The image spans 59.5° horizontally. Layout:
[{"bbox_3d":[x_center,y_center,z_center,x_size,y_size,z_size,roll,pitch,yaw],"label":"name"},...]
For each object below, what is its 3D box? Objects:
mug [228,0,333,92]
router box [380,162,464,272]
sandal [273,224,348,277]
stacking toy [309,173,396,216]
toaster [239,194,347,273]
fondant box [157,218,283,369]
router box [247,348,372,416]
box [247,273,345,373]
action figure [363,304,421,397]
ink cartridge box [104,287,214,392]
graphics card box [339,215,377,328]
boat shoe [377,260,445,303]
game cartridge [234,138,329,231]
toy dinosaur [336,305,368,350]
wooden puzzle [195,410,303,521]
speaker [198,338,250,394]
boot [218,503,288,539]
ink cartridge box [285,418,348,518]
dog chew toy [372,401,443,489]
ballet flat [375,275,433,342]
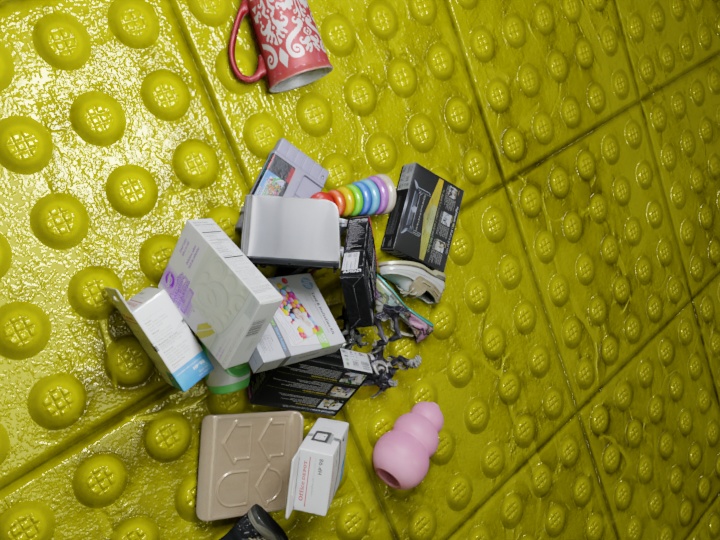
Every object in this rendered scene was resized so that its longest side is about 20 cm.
[{"bbox_3d":[-0.159,-0.451,1.175,0.176,0.133,0.204,-23,99,-33],"label":"mug"},{"bbox_3d":[0.141,-0.116,1.415,0.155,0.052,0.204,23,77,-32],"label":"router box"},{"bbox_3d":[-0.090,-0.030,1.253,0.200,0.074,0.046,-43,120,-29],"label":"sandal"},{"bbox_3d":[-0.023,-0.144,1.278,0.197,0.085,0.087,-13,97,-38],"label":"stacking toy"},{"bbox_3d":[-0.122,-0.061,1.104,0.195,0.181,0.121,3,90,-1],"label":"toaster"},{"bbox_3d":[-0.231,0.035,1.019,0.058,0.200,0.145,-10,139,-54],"label":"fondant box"},{"bbox_3d":[-0.097,0.206,1.206,0.197,0.150,0.052,17,36,-32],"label":"router box"},{"bbox_3d":[-0.136,0.087,1.121,0.198,0.041,0.158,-5,59,-49],"label":"box"},{"bbox_3d":[0.057,0.181,1.313,0.117,0.101,0.204,-14,113,-36],"label":"action figure"},{"bbox_3d":[-0.339,0.097,1.058,0.066,0.115,0.202,-36,109,-26],"label":"ink cartridge box"},{"bbox_3d":[0.000,0.000,1.234,0.202,0.050,0.127,-86,168,-53],"label":"graphics card box"},{"bbox_3d":[0.117,0.026,1.376,0.198,0.074,0.070,15,75,-40],"label":"boat shoe"},{"bbox_3d":[-0.152,-0.141,1.234,0.129,0.038,0.203,34,72,-33],"label":"game cartridge"},{"bbox_3d":[-0.062,0.148,1.268,0.135,0.103,0.200,-38,132,4],"label":"toy dinosaur"},{"bbox_3d":[-0.209,0.362,1.189,0.196,0.046,0.190,5,87,-29],"label":"wooden puzzle"},{"bbox_3d":[-0.253,0.114,1.134,0.087,0.088,0.204,-12,96,-32],"label":"speaker"},{"bbox_3d":[-0.210,0.538,1.174,0.152,0.073,0.206,-33,129,-10],"label":"boot"},{"bbox_3d":[-0.077,0.370,1.172,0.065,0.200,0.118,8,99,8],"label":"ink cartridge box"},{"bbox_3d":[0.112,0.368,1.360,0.125,0.123,0.201,54,56,-21],"label":"dog chew toy"},{"bbox_3d":[0.080,0.094,1.373,0.199,0.069,0.071,41,88,-27],"label":"ballet flat"}]
